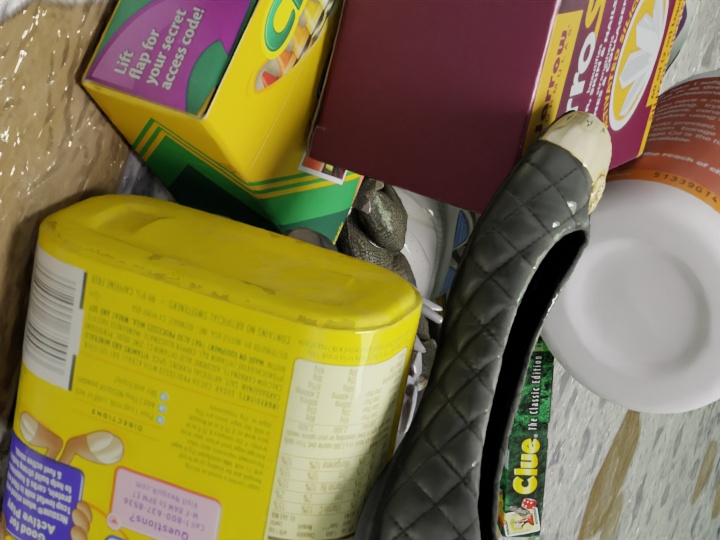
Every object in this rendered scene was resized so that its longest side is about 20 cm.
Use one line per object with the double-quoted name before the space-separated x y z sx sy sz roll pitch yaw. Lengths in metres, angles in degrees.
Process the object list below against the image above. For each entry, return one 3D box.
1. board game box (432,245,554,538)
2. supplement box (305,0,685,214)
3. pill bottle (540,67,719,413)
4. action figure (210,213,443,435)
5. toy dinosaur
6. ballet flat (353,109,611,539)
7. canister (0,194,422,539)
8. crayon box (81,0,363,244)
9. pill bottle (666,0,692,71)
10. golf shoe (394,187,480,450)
"board game box" 0.061 0.037 1.221 0.200 0.023 0.105 -112 -160 -63
"supplement box" 0.064 -0.097 0.984 0.200 0.085 0.111 -24 131 -66
"pill bottle" 0.163 -0.026 1.145 0.200 0.112 0.113 -45 149 -52
"action figure" -0.036 0.048 0.974 0.070 0.130 0.201 -54 167 -36
"toy dinosaur" 0.000 0.000 1.068 0.102 0.076 0.201 -101 171 -81
"ballet flat" 0.054 0.035 0.867 0.067 0.056 0.201 60 48 -62
"canister" -0.061 0.087 0.889 0.086 0.148 0.201 -32 136 -63
"crayon box" -0.019 -0.120 0.951 0.173 0.058 0.201 58 53 -68
"pill bottle" 0.101 -0.119 1.231 0.200 0.112 0.113 -54 156 -42
"golf shoe" -0.001 0.038 1.185 0.097 0.078 0.201 -30 136 -36
